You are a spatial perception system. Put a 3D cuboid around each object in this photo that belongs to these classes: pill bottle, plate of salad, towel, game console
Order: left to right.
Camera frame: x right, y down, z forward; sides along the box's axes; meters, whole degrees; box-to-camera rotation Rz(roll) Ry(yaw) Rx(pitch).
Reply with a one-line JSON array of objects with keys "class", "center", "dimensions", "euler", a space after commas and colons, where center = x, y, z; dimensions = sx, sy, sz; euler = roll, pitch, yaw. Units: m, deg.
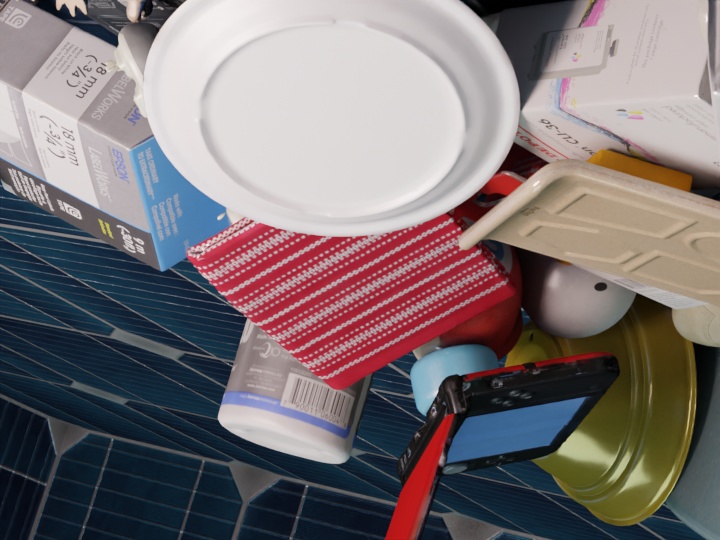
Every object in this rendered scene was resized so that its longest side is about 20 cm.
[{"class": "pill bottle", "center": [-0.035, 0.044, 1.543], "dimensions": [0.113, 0.202, 0.114], "euler": [16, 167, 4]}, {"class": "plate of salad", "center": [-0.015, -0.093, 1.006], "dimensions": [0.198, 0.048, 0.201], "euler": [2, 139, 1]}, {"class": "towel", "center": [0.000, 0.000, 1.164], "dimensions": [0.144, 0.023, 0.200], "euler": [-30, 144, 11]}, {"class": "game console", "center": [0.081, 0.148, 1.253], "dimensions": [0.170, 0.120, 0.200], "euler": [-9, 161, -12]}]

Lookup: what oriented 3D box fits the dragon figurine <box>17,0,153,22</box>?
[{"class": "dragon figurine", "center": [-0.141, -0.199, 0.966], "dimensions": [0.058, 0.100, 0.201], "euler": [14, 137, 14]}]

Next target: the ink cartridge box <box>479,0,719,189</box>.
[{"class": "ink cartridge box", "center": [0.145, -0.092, 1.022], "dimensions": [0.116, 0.068, 0.199], "euler": [26, 164, -37]}]

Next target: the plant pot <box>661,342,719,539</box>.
[{"class": "plant pot", "center": [0.325, 0.121, 1.409], "dimensions": [0.194, 0.198, 0.199], "euler": [19, 180, -31]}]

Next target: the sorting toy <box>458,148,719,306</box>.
[{"class": "sorting toy", "center": [0.169, -0.023, 1.075], "dimensions": [0.198, 0.037, 0.185], "euler": [11, 169, -8]}]

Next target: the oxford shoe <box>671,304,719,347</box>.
[{"class": "oxford shoe", "center": [0.266, 0.020, 1.276], "dimensions": [0.073, 0.071, 0.199], "euler": [-23, -179, -32]}]

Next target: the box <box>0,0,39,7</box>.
[{"class": "box", "center": [-0.340, -0.127, 1.275], "dimensions": [0.198, 0.184, 0.104], "euler": [21, 167, -14]}]

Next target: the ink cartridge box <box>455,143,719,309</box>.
[{"class": "ink cartridge box", "center": [0.158, -0.044, 1.209], "dimensions": [0.198, 0.068, 0.116], "euler": [22, 165, -20]}]

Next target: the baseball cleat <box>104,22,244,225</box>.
[{"class": "baseball cleat", "center": [-0.061, -0.091, 1.088], "dimensions": [0.106, 0.070, 0.200], "euler": [-28, 145, 7]}]

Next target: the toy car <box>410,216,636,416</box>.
[{"class": "toy car", "center": [0.123, 0.000, 1.329], "dimensions": [0.198, 0.186, 0.177], "euler": [-14, 161, 5]}]

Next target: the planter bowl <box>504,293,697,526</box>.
[{"class": "planter bowl", "center": [0.162, 0.089, 1.431], "dimensions": [0.083, 0.203, 0.200], "euler": [4, 174, -25]}]

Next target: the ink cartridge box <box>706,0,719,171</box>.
[{"class": "ink cartridge box", "center": [0.236, -0.052, 0.855], "dimensions": [0.145, 0.087, 0.201], "euler": [-2, 144, 15]}]

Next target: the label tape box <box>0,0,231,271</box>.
[{"class": "label tape box", "center": [-0.146, -0.072, 1.210], "dimensions": [0.199, 0.064, 0.145], "euler": [27, 154, 18]}]

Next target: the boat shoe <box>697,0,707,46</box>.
[{"class": "boat shoe", "center": [0.239, -0.086, 0.928], "dimensions": [0.199, 0.067, 0.057], "euler": [32, 166, -37]}]

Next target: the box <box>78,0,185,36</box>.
[{"class": "box", "center": [-0.052, -0.146, 1.101], "dimensions": [0.199, 0.052, 0.157], "euler": [6, 163, 39]}]
